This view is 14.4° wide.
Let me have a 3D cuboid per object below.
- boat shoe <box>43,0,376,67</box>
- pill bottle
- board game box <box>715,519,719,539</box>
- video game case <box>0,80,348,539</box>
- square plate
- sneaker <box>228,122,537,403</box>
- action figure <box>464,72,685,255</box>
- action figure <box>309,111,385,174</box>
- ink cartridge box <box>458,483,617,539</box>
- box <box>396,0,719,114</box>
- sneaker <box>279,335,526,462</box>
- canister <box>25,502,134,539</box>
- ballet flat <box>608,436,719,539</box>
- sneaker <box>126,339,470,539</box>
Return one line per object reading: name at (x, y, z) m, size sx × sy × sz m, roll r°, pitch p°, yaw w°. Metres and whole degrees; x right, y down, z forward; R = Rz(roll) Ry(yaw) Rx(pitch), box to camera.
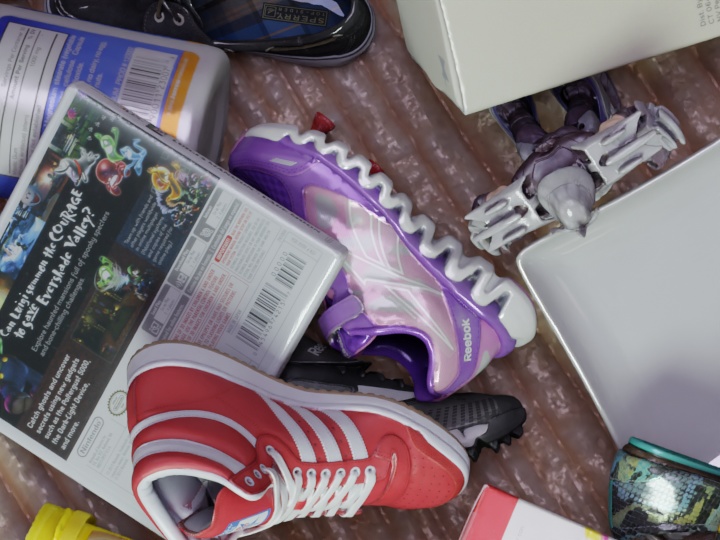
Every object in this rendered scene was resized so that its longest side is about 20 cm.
boat shoe at (-0.091, -0.156, 1.681) m, size 0.199 × 0.066 × 0.070 m, roll 9°, pitch 79°, yaw 5°
pill bottle at (-0.183, -0.093, 1.652) m, size 0.199 × 0.112 × 0.112 m, roll 11°, pitch 80°, yaw 6°
board game box at (0.265, 0.223, 1.531) m, size 0.200 × 0.057 × 0.166 m, roll 12°, pitch 89°, yaw -34°
video game case at (-0.129, 0.024, 1.594) m, size 0.182 × 0.023 × 0.200 m, roll 32°, pitch 108°, yaw 7°
square plate at (0.214, 0.023, 1.622) m, size 0.200 × 0.028 × 0.198 m, roll -30°, pitch 105°, yaw -3°
sneaker at (0.000, 0.000, 1.598) m, size 0.200 × 0.080 × 0.089 m, roll 39°, pitch 73°, yaw 0°
action figure at (0.115, -0.067, 1.592) m, size 0.130 × 0.200 × 0.069 m, roll -21°, pitch 115°, yaw 9°
action figure at (-0.073, -0.002, 1.660) m, size 0.065 × 0.052 × 0.200 m, roll 43°, pitch 86°, yaw -10°
ink cartridge box at (0.111, 0.175, 1.585) m, size 0.200 × 0.116 × 0.067 m, roll 23°, pitch 82°, yaw 6°
box at (0.123, -0.182, 1.618) m, size 0.200 × 0.128 × 0.109 m, roll -17°, pitch 113°, yaw -8°
sneaker at (-0.007, 0.078, 1.634) m, size 0.200 × 0.066 × 0.091 m, roll -10°, pitch 82°, yaw 3°
canister at (-0.107, 0.232, 1.602) m, size 0.200 × 0.087 × 0.149 m, roll 18°, pitch 81°, yaw 5°
ballet flat at (0.230, 0.148, 1.601) m, size 0.200 × 0.074 × 0.074 m, roll 15°, pitch 80°, yaw -8°
sneaker at (-0.034, 0.115, 1.526) m, size 0.200 × 0.071 × 0.113 m, roll 17°, pitch 40°, yaw -15°
